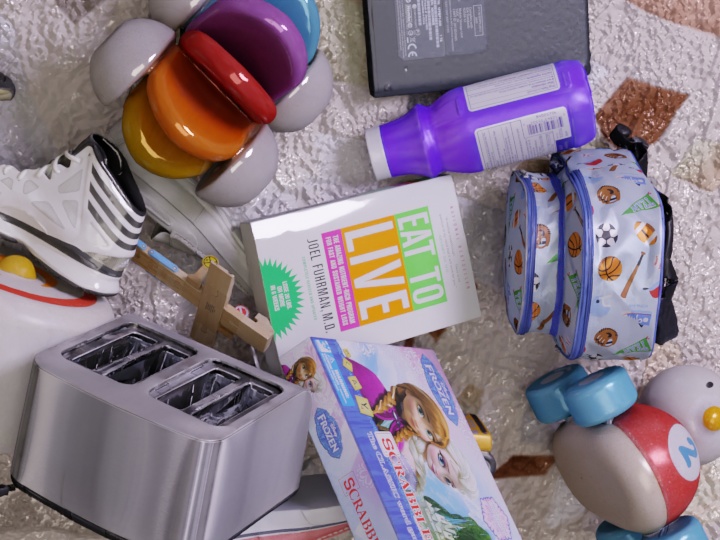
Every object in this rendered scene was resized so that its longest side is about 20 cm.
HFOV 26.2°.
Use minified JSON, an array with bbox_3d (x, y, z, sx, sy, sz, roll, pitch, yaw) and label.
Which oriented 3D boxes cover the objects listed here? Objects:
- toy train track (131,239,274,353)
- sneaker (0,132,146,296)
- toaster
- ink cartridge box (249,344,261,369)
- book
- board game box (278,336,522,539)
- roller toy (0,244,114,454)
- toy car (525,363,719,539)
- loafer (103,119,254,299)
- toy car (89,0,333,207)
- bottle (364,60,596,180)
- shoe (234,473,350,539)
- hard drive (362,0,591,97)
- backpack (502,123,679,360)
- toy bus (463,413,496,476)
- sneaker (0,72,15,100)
[{"bbox_3d":[-0.152,-0.002,1.307,0.199,0.115,0.033,34,53,8],"label":"toy train track"},{"bbox_3d":[-0.259,-0.075,1.281,0.200,0.076,0.116,31,100,13],"label":"sneaker"},{"bbox_3d":[-0.159,0.130,1.197,0.180,0.200,0.120,21,111,22],"label":"toaster"},{"bbox_3d":[-0.099,0.163,1.367,0.067,0.116,0.201,-16,104,-5],"label":"ink cartridge box"},{"bbox_3d":[0.000,0.000,1.354,0.199,0.048,0.135,-16,101,-25],"label":"book"},{"bbox_3d":[0.038,0.156,1.300,0.041,0.199,0.201,-35,68,25],"label":"board game box"},{"bbox_3d":[-0.302,0.053,1.273,0.181,0.200,0.141,18,100,-24],"label":"roller toy"},{"bbox_3d":[0.289,0.146,1.412,0.199,0.177,0.185,-29,95,-15],"label":"toy car"},{"bbox_3d":[-0.151,-0.047,1.339,0.070,0.070,0.200,-37,105,16],"label":"loafer"},{"bbox_3d":[-0.106,-0.166,1.253,0.175,0.150,0.200,43,63,-15],"label":"toy car"},{"bbox_3d":[0.104,-0.125,1.351,0.198,0.084,0.066,-14,62,6],"label":"bottle"},{"bbox_3d":[-0.077,0.235,1.293,0.198,0.072,0.092,-11,106,-2],"label":"shoe"},{"bbox_3d":[0.102,-0.231,1.352,0.198,0.033,0.141,-7,104,-8],"label":"hard drive"},{"bbox_3d":[0.201,-0.011,1.339,0.153,0.191,0.202,-6,105,-8],"label":"backpack"},{"bbox_3d":[0.074,0.236,1.440,0.078,0.065,0.202,4,103,-9],"label":"toy bus"},{"bbox_3d":[-0.381,-0.121,1.284,0.198,0.077,0.089,-10,114,0],"label":"sneaker"}]
